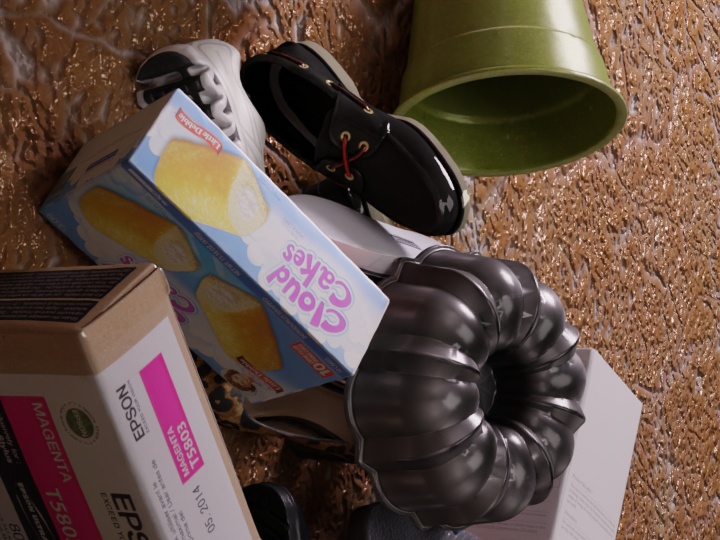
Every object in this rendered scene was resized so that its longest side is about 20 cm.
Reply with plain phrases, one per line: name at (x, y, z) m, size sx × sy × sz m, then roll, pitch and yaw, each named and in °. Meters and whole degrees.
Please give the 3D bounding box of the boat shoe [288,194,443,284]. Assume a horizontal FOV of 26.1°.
boat shoe at (0.000, 0.000, 1.118) m, size 0.199 × 0.072 × 0.068 m, roll 15°, pitch 113°, yaw -53°

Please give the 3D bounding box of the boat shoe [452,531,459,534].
boat shoe at (0.066, 0.142, 1.237) m, size 0.069 × 0.200 × 0.084 m, roll 42°, pitch 89°, yaw -7°

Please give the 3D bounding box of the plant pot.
plant pot at (0.114, -0.206, 1.305) m, size 0.199 × 0.198 × 0.192 m, roll 24°, pitch 56°, yaw -52°

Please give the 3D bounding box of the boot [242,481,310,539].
boot at (-0.030, 0.246, 1.145) m, size 0.167 × 0.076 × 0.203 m, roll -4°, pitch 97°, yaw -53°

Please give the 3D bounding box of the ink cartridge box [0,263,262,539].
ink cartridge box at (-0.161, 0.102, 0.886) m, size 0.075 × 0.163 × 0.202 m, roll -43°, pitch 122°, yaw -47°

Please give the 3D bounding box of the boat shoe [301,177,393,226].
boat shoe at (0.007, -0.005, 1.229) m, size 0.202 × 0.062 × 0.074 m, roll 65°, pitch 9°, yaw -49°

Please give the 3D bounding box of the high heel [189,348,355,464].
high heel at (-0.030, 0.089, 1.094) m, size 0.200 × 0.141 × 0.072 m, roll 42°, pitch 57°, yaw -46°

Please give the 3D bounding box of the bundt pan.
bundt pan at (0.085, 0.081, 1.075) m, size 0.200 × 0.075 × 0.205 m, roll 4°, pitch 85°, yaw -42°

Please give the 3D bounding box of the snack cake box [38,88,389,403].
snack cake box at (-0.091, -0.009, 0.987) m, size 0.200 × 0.114 × 0.068 m, roll 44°, pitch 52°, yaw -21°

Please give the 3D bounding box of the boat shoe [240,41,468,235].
boat shoe at (-0.007, -0.089, 1.103) m, size 0.063 × 0.201 × 0.074 m, roll -21°, pitch 145°, yaw -45°

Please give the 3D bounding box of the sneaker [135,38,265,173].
sneaker at (-0.090, -0.065, 1.083) m, size 0.081 × 0.074 × 0.203 m, roll -41°, pitch 122°, yaw -58°

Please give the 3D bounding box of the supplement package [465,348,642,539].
supplement package at (0.164, 0.183, 1.394) m, size 0.117 × 0.116 × 0.202 m, roll 43°, pitch 55°, yaw -44°

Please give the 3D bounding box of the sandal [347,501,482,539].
sandal at (0.053, 0.230, 1.193) m, size 0.200 × 0.043 × 0.077 m, roll 38°, pitch 42°, yaw -37°
